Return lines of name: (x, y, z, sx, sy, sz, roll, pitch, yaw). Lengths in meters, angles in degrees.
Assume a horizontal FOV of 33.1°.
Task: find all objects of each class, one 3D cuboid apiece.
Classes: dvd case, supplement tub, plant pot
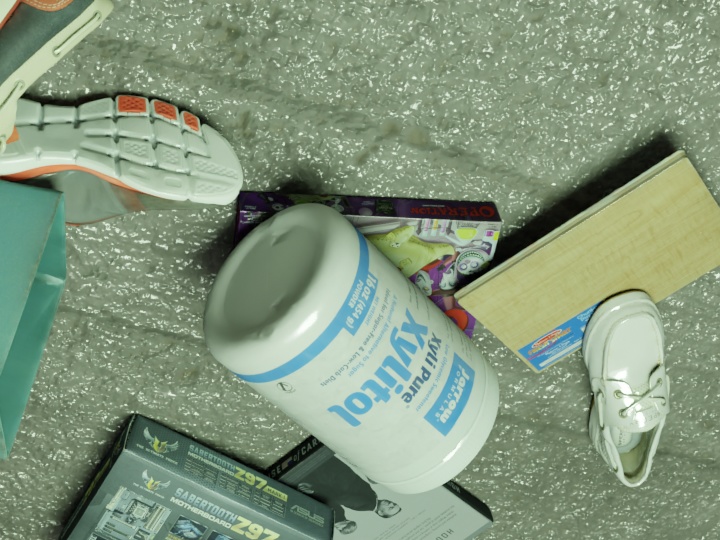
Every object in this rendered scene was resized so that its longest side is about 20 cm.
dvd case: (0.004, 0.219, 1.096, 0.150, 0.025, 0.200, -38, 125, 19)
supplement tub: (-0.004, 0.058, 0.869, 0.131, 0.133, 0.200, -36, 126, 18)
plant pot: (-0.309, 0.015, 0.787, 0.198, 0.143, 0.142, 14, 153, -6)

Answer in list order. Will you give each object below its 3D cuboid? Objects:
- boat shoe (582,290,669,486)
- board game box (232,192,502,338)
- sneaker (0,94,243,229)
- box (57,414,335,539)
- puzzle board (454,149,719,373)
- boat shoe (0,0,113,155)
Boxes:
boat shoe: (0.229, 0.104, 1.009, 0.070, 0.070, 0.201, -15, 133, -2)
board game box: (0.000, 0.000, 0.925, 0.197, 0.032, 0.121, 1, 132, -11)
sneaker: (-0.180, -0.067, 0.823, 0.197, 0.078, 0.082, 9, 144, -9)
box: (-0.143, 0.230, 1.040, 0.199, 0.051, 0.158, 27, 120, -14)
puzzle board: (0.188, -0.002, 0.943, 0.199, 0.018, 0.151, -33, 141, 16)
boat shoe: (-0.229, -0.104, 0.736, 0.062, 0.071, 0.201, 37, 81, -30)
